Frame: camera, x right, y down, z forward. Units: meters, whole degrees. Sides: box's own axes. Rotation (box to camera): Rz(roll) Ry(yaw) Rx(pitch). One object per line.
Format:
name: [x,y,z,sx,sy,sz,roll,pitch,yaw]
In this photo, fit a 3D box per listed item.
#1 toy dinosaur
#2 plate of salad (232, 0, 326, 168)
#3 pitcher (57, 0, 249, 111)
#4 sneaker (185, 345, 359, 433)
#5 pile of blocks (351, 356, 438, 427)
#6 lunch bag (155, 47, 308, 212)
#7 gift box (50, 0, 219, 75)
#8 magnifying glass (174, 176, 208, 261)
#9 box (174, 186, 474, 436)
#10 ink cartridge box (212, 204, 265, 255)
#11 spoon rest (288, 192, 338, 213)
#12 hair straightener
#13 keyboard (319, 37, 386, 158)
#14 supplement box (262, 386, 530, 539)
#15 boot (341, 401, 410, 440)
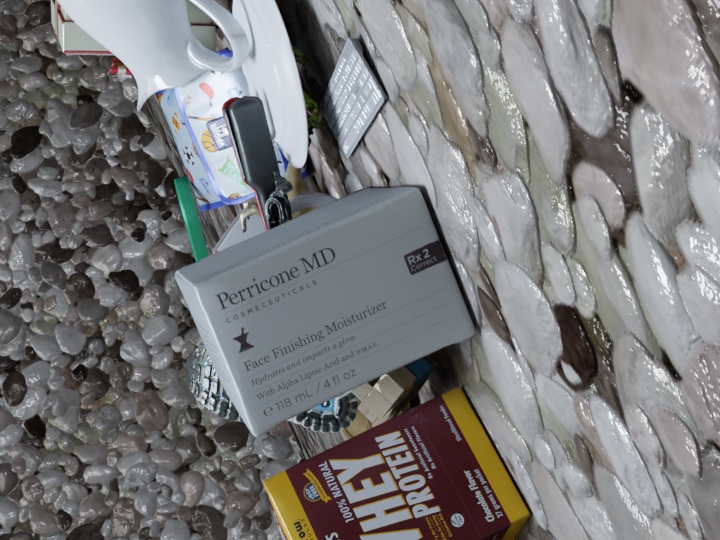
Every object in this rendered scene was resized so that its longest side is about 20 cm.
toy dinosaur: [-0.081,-0.067,1.204,0.058,0.101,0.201,-97,-3,-47]
plate of salad: [-0.077,-0.197,1.031,0.200,0.048,0.201,162,90,-75]
pitcher: [-0.203,-0.265,1.033,0.171,0.121,0.201,-8,122,40]
sneaker: [-0.100,0.132,1.225,0.090,0.199,0.079,-72,-2,-84]
pile of blocks: [0.024,0.095,1.019,0.062,0.082,0.200,42,171,9]
lunch bag: [-0.147,-0.166,1.275,0.200,0.123,0.171,-3,111,61]
gift box: [-0.236,-0.316,1.186,0.185,0.199,0.188,-122,35,-63]
magnifying glass: [-0.195,-0.018,1.341,0.080,0.022,0.201,-179,75,-79]
box: [-0.039,0.025,0.928,0.131,0.198,0.200,67,169,-8]
ink cartridge box: [-0.104,0.006,1.355,0.145,0.083,0.200,35,168,-1]
spoon rest: [0.000,0.000,1.105,0.200,0.061,0.099,53,170,0]
hair straightener: [-0.091,-0.070,1.052,0.077,0.041,0.201,-160,59,-70]
keyboard: [-0.009,-0.143,0.936,0.200,0.011,0.057,140,106,-79]
supplement box: [0.030,0.238,1.033,0.133,0.199,0.197,61,168,22]
boot: [0.015,0.144,1.285,0.175,0.066,0.201,39,154,42]
